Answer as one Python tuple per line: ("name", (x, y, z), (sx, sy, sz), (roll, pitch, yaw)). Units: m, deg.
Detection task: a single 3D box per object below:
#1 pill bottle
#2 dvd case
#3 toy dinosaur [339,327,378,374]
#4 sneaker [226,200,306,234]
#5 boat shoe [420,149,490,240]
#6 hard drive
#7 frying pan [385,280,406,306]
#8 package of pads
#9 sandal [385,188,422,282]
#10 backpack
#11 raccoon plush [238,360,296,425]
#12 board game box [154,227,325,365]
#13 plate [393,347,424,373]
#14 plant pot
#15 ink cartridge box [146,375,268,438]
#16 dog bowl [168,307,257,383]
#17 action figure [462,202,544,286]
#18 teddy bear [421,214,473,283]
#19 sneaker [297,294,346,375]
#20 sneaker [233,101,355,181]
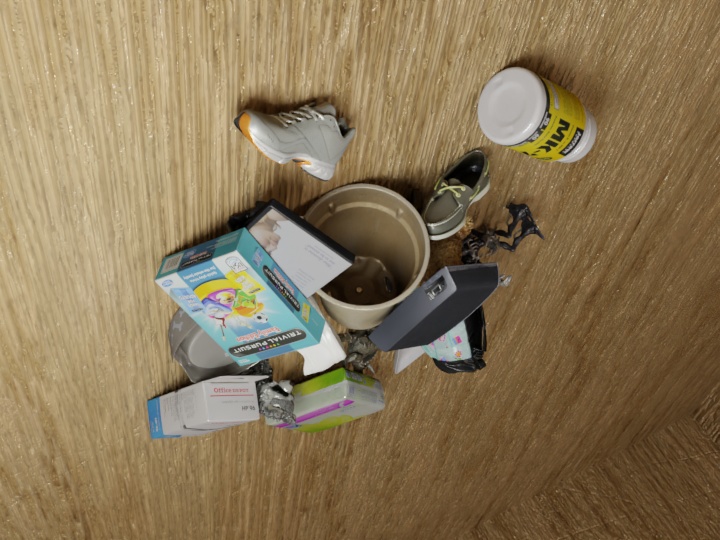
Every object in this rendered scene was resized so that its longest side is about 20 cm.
("pill bottle", (0.278, -0.232, 1.319), (0.198, 0.115, 0.115), (8, 131, -48))
("dvd case", (-0.119, -0.008, 1.185), (0.142, 0.018, 0.199), (34, 136, -21))
("toy dinosaur", (0.015, 0.133, 1.617), (0.101, 0.078, 0.200), (-12, 154, -41))
("sneaker", (-0.160, -0.040, 1.228), (0.090, 0.067, 0.200), (33, 139, -16))
("boat shoe", (0.146, -0.120, 1.343), (0.202, 0.071, 0.061), (-48, 146, -41))
("hard drive", (0.114, 0.059, 1.294), (0.133, 0.043, 0.200), (-5, 150, -42))
("frying pan", (0.074, 0.052, 1.613), (0.113, 0.031, 0.191), (-16, 148, -31))
("package of pads", (-0.067, 0.258, 1.667), (0.198, 0.069, 0.154), (-22, 154, 26))
("sandal", (0.061, -0.053, 1.424), (0.054, 0.083, 0.201), (5, 144, -15))
("backpack", (0.151, 0.065, 1.512), (0.124, 0.167, 0.203), (-14, 113, 7))
("raccoon plush", (-0.196, 0.252, 1.528), (0.096, 0.135, 0.200), (10, 129, -50))
("board game box", (-0.166, 0.043, 1.201), (0.149, 0.047, 0.201), (-17, 129, 29))
("plate", (0.137, 0.094, 1.691), (0.199, 0.032, 0.201), (-36, 154, -23))
("plant pot", (0.000, 0.000, 1.332), (0.198, 0.202, 0.184), (-25, 160, -13))
("ink cartridge box", (-0.251, 0.229, 1.432), (0.198, 0.069, 0.115), (-22, 161, 38))
("dog bowl", (-0.215, 0.093, 1.364), (0.198, 0.059, 0.201), (-24, 148, -16))
("action figure", (0.237, -0.036, 1.567), (0.199, 0.102, 0.119), (-35, 136, 1))
("teddy bear", (0.130, -0.033, 1.397), (0.066, 0.203, 0.145), (17, 152, -17))
("sneaker", (-0.103, 0.069, 1.312), (0.088, 0.202, 0.075), (-29, -171, 2))
("sneaker", (-0.080, -0.185, 1.100), (0.092, 0.076, 0.199), (-52, 153, 15))
